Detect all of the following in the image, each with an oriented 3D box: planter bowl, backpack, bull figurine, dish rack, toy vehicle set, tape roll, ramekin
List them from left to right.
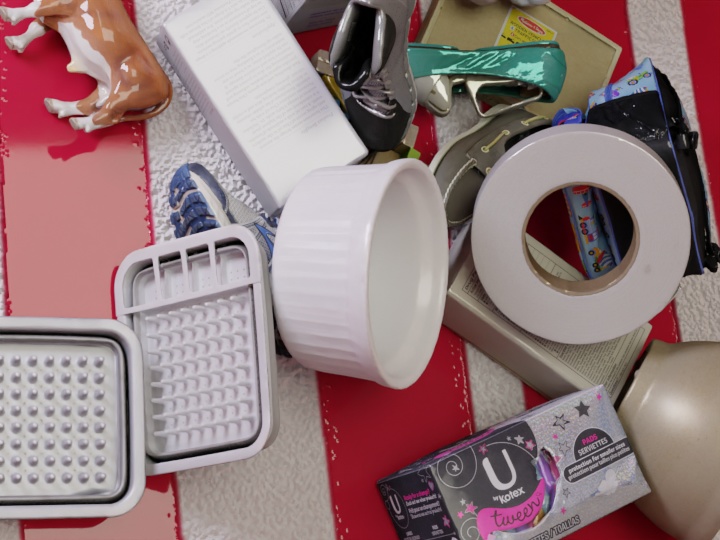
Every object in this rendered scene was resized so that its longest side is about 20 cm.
[{"bbox_3d":[-0.286,0.127,1.557,0.199,0.044,0.173,2,76,-19],"label":"dish rack"},{"bbox_3d":[-0.252,-0.217,1.649,0.121,0.065,0.200,-34,89,-22],"label":"bull figurine"},{"bbox_3d":[-0.136,0.072,1.585,0.043,0.171,0.201,12,70,-52],"label":"dish rack"},{"bbox_3d":[0.000,0.000,1.608,0.097,0.200,0.201,4,70,23],"label":"ramekin"},{"bbox_3d":[0.158,-0.220,1.839,0.199,0.026,0.125,30,68,-13],"label":"toy vehicle set"},{"bbox_3d":[0.200,-0.032,1.660,0.202,0.037,0.204,1,107,4],"label":"tape roll"},{"bbox_3d":[0.262,-0.102,1.773,0.134,0.200,0.183,-14,125,10],"label":"backpack"},{"bbox_3d":[0.306,0.147,1.732,0.134,0.200,0.201,29,67,7],"label":"planter bowl"}]

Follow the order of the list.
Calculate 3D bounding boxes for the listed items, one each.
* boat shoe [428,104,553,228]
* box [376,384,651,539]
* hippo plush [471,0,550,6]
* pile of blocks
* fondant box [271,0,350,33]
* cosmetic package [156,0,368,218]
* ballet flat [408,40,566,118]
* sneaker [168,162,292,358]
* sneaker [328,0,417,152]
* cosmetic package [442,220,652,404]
[{"bbox_3d":[0.121,-0.098,1.737,0.202,0.060,0.072,-45,137,-45],"label":"boat shoe"},{"bbox_3d":[0.138,0.197,1.670,0.199,0.132,0.115,-23,86,-26],"label":"box"},{"bbox_3d":[0.155,-0.374,1.784,0.159,0.161,0.200,-23,74,-41],"label":"hippo plush"},{"bbox_3d":[0.015,-0.126,1.737,0.082,0.062,0.200,-39,93,-26],"label":"pile of blocks"},{"bbox_3d":[0.008,-0.292,1.697,0.144,0.200,0.059,-15,81,-25],"label":"fondant box"},{"bbox_3d":[-0.092,-0.160,1.686,0.101,0.071,0.200,-32,90,-14],"label":"cosmetic package"},{"bbox_3d":[0.100,-0.182,1.753,0.199,0.067,0.071,-2,75,0],"label":"ballet flat"},{"bbox_3d":[-0.097,-0.020,1.668,0.085,0.077,0.200,-42,103,-35],"label":"sneaker"},{"bbox_3d":[0.002,-0.171,1.619,0.075,0.201,0.116,11,39,15],"label":"sneaker"},{"bbox_3d":[0.169,0.044,1.753,0.200,0.073,0.104,36,67,-10],"label":"cosmetic package"}]
